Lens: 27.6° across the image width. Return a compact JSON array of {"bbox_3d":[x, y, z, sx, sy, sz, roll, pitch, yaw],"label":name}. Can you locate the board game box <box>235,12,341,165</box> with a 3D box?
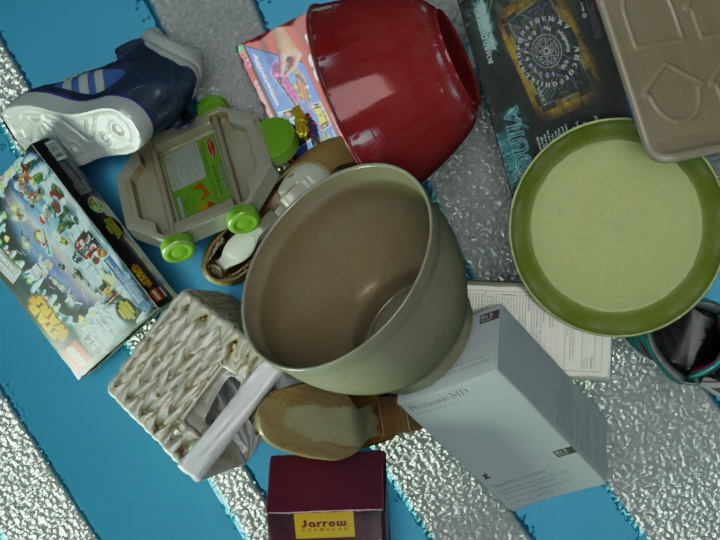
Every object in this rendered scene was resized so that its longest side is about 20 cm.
[{"bbox_3d":[-0.035,-0.152,1.453,0.102,0.019,0.201,-25,90,2],"label":"board game box"}]

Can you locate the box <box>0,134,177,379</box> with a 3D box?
[{"bbox_3d":[-0.287,-0.011,1.430,0.137,0.040,0.200,-39,88,32],"label":"box"}]

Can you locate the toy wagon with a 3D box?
[{"bbox_3d":[-0.137,-0.097,1.413,0.199,0.040,0.156,-23,56,6],"label":"toy wagon"}]

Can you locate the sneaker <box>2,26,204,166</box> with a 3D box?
[{"bbox_3d":[-0.242,-0.177,1.444,0.199,0.147,0.081,2,131,38],"label":"sneaker"}]

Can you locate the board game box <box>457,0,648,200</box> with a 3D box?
[{"bbox_3d":[0.180,-0.177,1.369,0.135,0.028,0.201,-12,102,19],"label":"board game box"}]

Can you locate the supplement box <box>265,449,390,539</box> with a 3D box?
[{"bbox_3d":[-0.026,0.274,1.383,0.110,0.086,0.201,-2,121,3],"label":"supplement box"}]

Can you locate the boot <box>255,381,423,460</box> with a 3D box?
[{"bbox_3d":[-0.044,0.142,1.359,0.200,0.144,0.071,0,81,-38],"label":"boot"}]

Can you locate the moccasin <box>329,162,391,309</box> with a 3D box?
[{"bbox_3d":[0.002,0.000,1.398,0.073,0.078,0.202,7,121,16],"label":"moccasin"}]

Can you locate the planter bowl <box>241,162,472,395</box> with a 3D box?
[{"bbox_3d":[0.014,0.027,1.278,0.200,0.200,0.135,-46,131,3],"label":"planter bowl"}]

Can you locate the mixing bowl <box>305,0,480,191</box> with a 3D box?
[{"bbox_3d":[0.043,-0.174,1.348,0.108,0.200,0.201,-21,90,16],"label":"mixing bowl"}]

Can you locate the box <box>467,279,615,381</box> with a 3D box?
[{"bbox_3d":[0.142,0.056,1.416,0.199,0.078,0.096,3,91,3],"label":"box"}]

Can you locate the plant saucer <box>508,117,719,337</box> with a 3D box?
[{"bbox_3d":[0.235,-0.040,1.348,0.199,0.031,0.201,1,97,4],"label":"plant saucer"}]

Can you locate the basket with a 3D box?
[{"bbox_3d":[-0.136,0.102,1.378,0.123,0.200,0.136,38,92,8],"label":"basket"}]

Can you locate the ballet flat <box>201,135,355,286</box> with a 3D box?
[{"bbox_3d":[-0.075,-0.051,1.420,0.200,0.063,0.069,-43,89,12],"label":"ballet flat"}]

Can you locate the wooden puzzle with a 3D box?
[{"bbox_3d":[0.292,-0.195,1.330,0.184,0.046,0.201,-13,78,-33],"label":"wooden puzzle"}]

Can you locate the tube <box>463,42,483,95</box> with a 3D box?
[{"bbox_3d":[0.190,-0.212,1.397,0.199,0.050,0.078,-11,91,19],"label":"tube"}]

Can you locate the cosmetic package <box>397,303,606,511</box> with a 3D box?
[{"bbox_3d":[0.133,0.129,1.351,0.112,0.081,0.200,-24,132,30],"label":"cosmetic package"}]

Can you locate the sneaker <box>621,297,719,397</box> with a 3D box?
[{"bbox_3d":[0.343,0.079,1.384,0.199,0.121,0.084,21,92,2],"label":"sneaker"}]
